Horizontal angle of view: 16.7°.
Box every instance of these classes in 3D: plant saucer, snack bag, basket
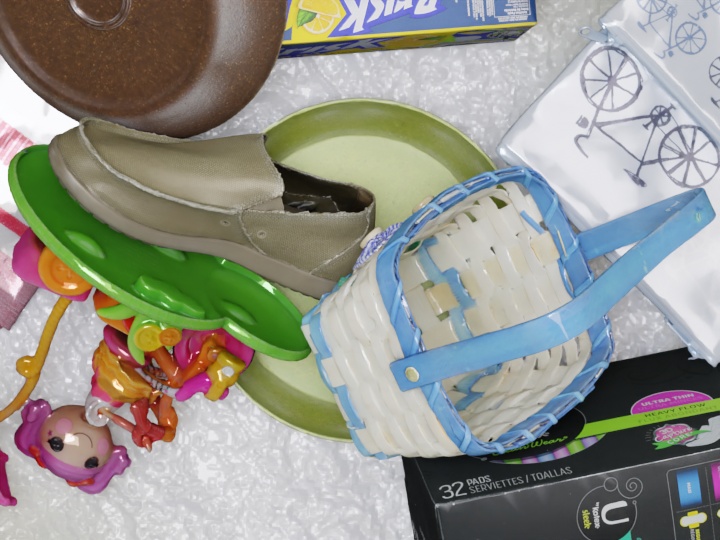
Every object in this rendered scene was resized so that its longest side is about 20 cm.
[{"bbox_3d":[0.000,0.000,1.441,0.198,0.031,0.202,0,91,-5],"label":"plant saucer"},{"bbox_3d":[-0.138,-0.157,1.349,0.199,0.037,0.202,11,120,19],"label":"plant saucer"},{"bbox_3d":[0.199,-0.078,1.384,0.189,0.021,0.200,44,90,-5],"label":"snack bag"},{"bbox_3d":[0.077,0.020,1.317,0.199,0.176,0.140,-16,101,39],"label":"basket"}]

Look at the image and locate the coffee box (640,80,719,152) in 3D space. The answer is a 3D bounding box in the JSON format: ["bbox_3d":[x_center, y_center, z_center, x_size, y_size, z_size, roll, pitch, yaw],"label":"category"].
[{"bbox_3d":[0.242,-0.160,1.436,0.112,0.080,0.201,20,89,-4],"label":"coffee box"}]

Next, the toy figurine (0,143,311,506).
[{"bbox_3d":[-0.157,0.059,1.384,0.199,0.150,0.184,29,111,-19],"label":"toy figurine"}]

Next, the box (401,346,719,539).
[{"bbox_3d":[0.134,0.137,1.382,0.198,0.149,0.125,-12,110,-5],"label":"box"}]

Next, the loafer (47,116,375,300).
[{"bbox_3d":[-0.077,-0.047,1.364,0.199,0.076,0.068,19,116,-25],"label":"loafer"}]

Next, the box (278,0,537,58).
[{"bbox_3d":[-0.003,-0.160,1.415,0.198,0.070,0.065,-4,88,-8],"label":"box"}]

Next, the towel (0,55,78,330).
[{"bbox_3d":[-0.205,-0.087,1.427,0.144,0.023,0.201,36,87,-5],"label":"towel"}]
